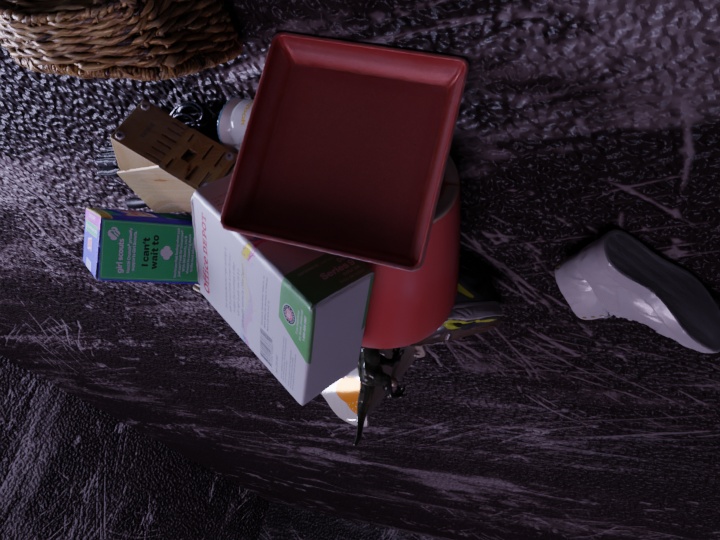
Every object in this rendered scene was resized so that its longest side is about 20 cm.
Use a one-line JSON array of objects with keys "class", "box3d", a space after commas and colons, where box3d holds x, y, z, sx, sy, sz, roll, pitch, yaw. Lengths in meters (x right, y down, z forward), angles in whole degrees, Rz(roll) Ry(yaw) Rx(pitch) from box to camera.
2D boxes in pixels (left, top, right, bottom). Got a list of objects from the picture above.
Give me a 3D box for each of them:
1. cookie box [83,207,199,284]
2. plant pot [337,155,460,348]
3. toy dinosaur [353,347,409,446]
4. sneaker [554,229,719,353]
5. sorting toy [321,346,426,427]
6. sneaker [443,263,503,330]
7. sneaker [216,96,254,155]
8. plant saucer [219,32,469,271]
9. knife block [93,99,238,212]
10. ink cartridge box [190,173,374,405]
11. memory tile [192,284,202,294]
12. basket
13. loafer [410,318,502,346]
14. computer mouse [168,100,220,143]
[{"class": "cookie box", "box3d": [-0.235, -0.031, 0.873, 0.196, 0.077, 0.170, 2, -172, -28]}, {"class": "plant pot", "box3d": [0.025, -0.043, 0.764, 0.196, 0.203, 0.179, 16, 145, 6]}, {"class": "toy dinosaur", "box3d": [0.028, 0.152, 1.029, 0.087, 0.205, 0.047, 3, -178, -35]}, {"class": "sneaker", "box3d": [0.324, 0.035, 0.825, 0.199, 0.074, 0.115, 37, 152, -10]}, {"class": "sorting toy", "box3d": [-0.019, 0.143, 1.150, 0.177, 0.200, 0.109, 2, 118, 35]}, {"class": "sneaker", "box3d": [0.091, 0.031, 0.891, 0.196, 0.087, 0.074, 3, 157, -32]}, {"class": "sneaker", "box3d": [-0.092, -0.112, 0.820, 0.079, 0.078, 0.201, 13, 152, 29]}, {"class": "plant saucer", "box3d": [-0.013, -0.112, 0.653, 0.196, 0.204, 0.037, 12, 170, 15]}, {"class": "knife block", "box3d": [-0.228, -0.107, 0.837, 0.197, 0.065, 0.176, 30, 154, 7]}, {"class": "ink cartridge box", "box3d": [-0.086, 0.011, 0.722, 0.199, 0.087, 0.147, 40, 141, 29]}, {"class": "memory tile", "box3d": [-0.105, 0.056, 0.882, 0.197, 0.017, 0.152, 22, 180, 32]}, {"class": "basket", "box3d": [-0.232, -0.221, 0.645, 0.196, 0.145, 0.150, 10, 151, 18]}, {"class": "loafer", "box3d": [0.127, 0.081, 1.029, 0.070, 0.074, 0.198, 34, 150, -28]}, {"class": "computer mouse", "box3d": [-0.198, -0.124, 0.899, 0.136, 0.054, 0.200, -2, 145, 35]}]
